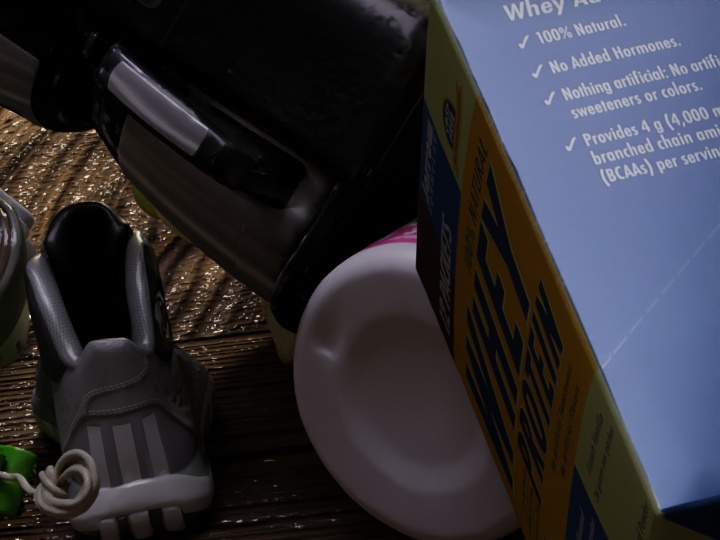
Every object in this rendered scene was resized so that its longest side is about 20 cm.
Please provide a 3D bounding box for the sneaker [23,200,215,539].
[{"bbox_3d":[-0.098,0.021,1.123,0.075,0.116,0.200,-13,19,-8],"label":"sneaker"}]

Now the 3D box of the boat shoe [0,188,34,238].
[{"bbox_3d":[-0.230,-0.069,1.220,0.065,0.202,0.074,-45,0,-23],"label":"boat shoe"}]

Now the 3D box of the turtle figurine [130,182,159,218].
[{"bbox_3d":[-0.074,-0.075,1.462,0.199,0.065,0.161,24,27,-3],"label":"turtle figurine"}]

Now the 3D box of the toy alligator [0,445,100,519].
[{"bbox_3d":[-0.154,0.077,1.089,0.200,0.059,0.054,8,-16,43],"label":"toy alligator"}]

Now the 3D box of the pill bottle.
[{"bbox_3d":[0.073,0.014,1.064,0.113,0.114,0.200,4,22,34],"label":"pill bottle"}]

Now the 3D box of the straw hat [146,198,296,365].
[{"bbox_3d":[0.000,0.000,1.178,0.200,0.201,0.085,-4,62,15],"label":"straw hat"}]

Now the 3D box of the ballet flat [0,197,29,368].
[{"bbox_3d":[-0.170,0.020,1.157,0.064,0.068,0.200,22,-27,-30],"label":"ballet flat"}]

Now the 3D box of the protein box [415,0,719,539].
[{"bbox_3d":[0.141,0.011,0.871,0.198,0.135,0.200,-13,52,-11],"label":"protein box"}]

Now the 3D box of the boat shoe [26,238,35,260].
[{"bbox_3d":[-0.241,0.017,1.272,0.200,0.072,0.071,-20,16,-37],"label":"boat shoe"}]

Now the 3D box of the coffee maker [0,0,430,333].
[{"bbox_3d":[-0.042,-0.104,1.074,0.200,0.135,0.192,36,75,18],"label":"coffee maker"}]
